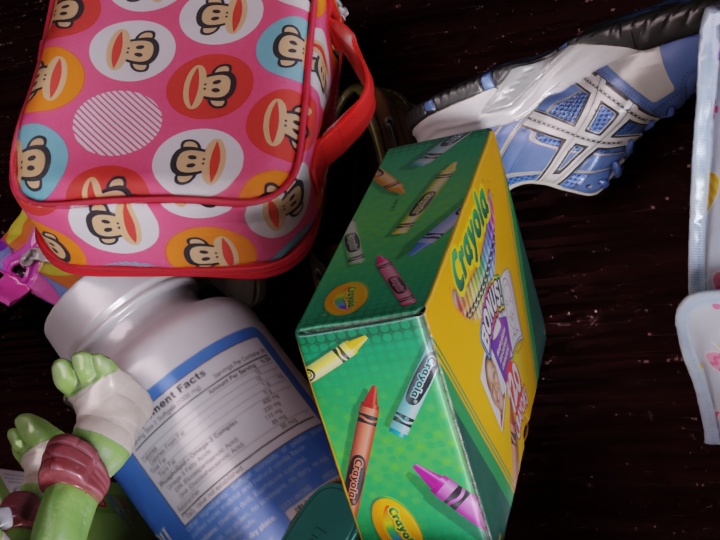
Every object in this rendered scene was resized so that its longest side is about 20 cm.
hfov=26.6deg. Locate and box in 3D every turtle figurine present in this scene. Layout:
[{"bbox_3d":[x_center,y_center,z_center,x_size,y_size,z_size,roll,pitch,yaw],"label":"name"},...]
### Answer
[{"bbox_3d":[-0.181,0.123,0.673,0.197,0.145,0.195,8,42,9],"label":"turtle figurine"}]

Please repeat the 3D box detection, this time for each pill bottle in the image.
[{"bbox_3d":[-0.075,0.086,0.793,0.112,0.112,0.201,-43,75,16],"label":"pill bottle"}]

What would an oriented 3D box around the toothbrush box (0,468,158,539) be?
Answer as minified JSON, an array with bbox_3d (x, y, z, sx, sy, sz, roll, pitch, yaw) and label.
[{"bbox_3d":[-0.131,0.210,0.805,0.086,0.145,0.200,-48,60,14],"label":"toothbrush box"}]

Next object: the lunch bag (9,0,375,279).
[{"bbox_3d":[-0.078,-0.093,0.785,0.174,0.082,0.202,0,55,9],"label":"lunch bag"}]

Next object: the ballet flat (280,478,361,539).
[{"bbox_3d":[-0.043,0.187,0.684,0.200,0.063,0.068,-50,47,-6],"label":"ballet flat"}]

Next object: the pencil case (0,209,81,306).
[{"bbox_3d":[-0.145,-0.063,0.915,0.088,0.088,0.201,34,96,32],"label":"pencil case"}]

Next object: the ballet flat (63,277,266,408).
[{"bbox_3d":[-0.094,0.013,0.885,0.072,0.072,0.201,43,102,31],"label":"ballet flat"}]

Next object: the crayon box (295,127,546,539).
[{"bbox_3d":[0.035,0.029,0.694,0.058,0.200,0.120,-10,114,18],"label":"crayon box"}]

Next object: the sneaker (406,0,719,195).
[{"bbox_3d":[0.125,-0.085,0.772,0.198,0.076,0.078,-20,96,23],"label":"sneaker"}]

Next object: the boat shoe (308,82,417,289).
[{"bbox_3d":[0.000,0.000,0.819,0.071,0.068,0.203,-8,75,29],"label":"boat shoe"}]

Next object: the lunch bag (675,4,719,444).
[{"bbox_3d":[0.230,-0.008,0.645,0.168,0.127,0.203,10,104,33],"label":"lunch bag"}]
